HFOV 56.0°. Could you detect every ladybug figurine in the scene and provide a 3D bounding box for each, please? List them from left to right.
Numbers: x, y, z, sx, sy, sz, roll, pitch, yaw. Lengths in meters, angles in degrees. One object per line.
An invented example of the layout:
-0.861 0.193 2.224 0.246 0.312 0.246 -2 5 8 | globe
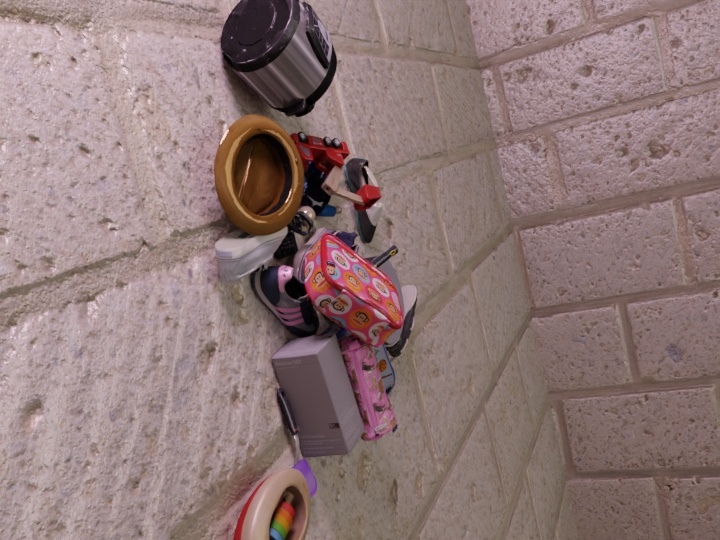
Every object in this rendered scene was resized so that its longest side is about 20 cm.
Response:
-0.143 0.401 1.060 0.139 0.070 0.201 69 27 -20 | ladybug figurine

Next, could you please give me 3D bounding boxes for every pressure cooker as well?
-0.139 -0.396 1.250 0.178 0.177 0.200 -55 144 -3 | pressure cooker

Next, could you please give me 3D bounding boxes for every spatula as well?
-0.117 0.307 1.208 0.056 0.020 0.206 -25 103 -62 | spatula

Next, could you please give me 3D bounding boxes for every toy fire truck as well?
-0.058 -0.199 1.379 0.196 0.049 0.144 1 63 -42 | toy fire truck

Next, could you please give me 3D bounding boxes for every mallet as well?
0.000 0.000 1.353 0.200 0.041 0.067 -45 121 -25 | mallet

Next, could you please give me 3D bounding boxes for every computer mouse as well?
-0.154 -0.138 1.253 0.201 0.033 0.059 54 54 -31 | computer mouse

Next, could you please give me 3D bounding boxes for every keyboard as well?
-0.147 -0.131 1.286 0.104 0.039 0.206 -28 107 -63 | keyboard

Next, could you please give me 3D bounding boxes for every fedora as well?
-0.183 -0.157 1.145 0.198 0.081 0.207 7 80 -45 | fedora

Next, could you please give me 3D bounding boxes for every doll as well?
-0.087 -0.167 1.407 0.136 0.048 0.203 45 41 -27 | doll

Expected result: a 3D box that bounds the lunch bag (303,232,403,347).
-0.014 0.029 1.242 0.198 0.082 0.178 36 25 -26 | lunch bag

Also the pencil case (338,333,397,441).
0.010 0.217 1.280 0.082 0.085 0.205 -26 107 -37 | pencil case

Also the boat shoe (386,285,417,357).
0.102 0.123 1.677 0.061 0.072 0.203 60 35 -35 | boat shoe

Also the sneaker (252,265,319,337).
-0.113 0.060 1.236 0.200 0.080 0.072 48 39 -48 | sneaker

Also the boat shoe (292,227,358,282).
-0.066 -0.023 1.339 0.201 0.090 0.076 -64 152 -51 | boat shoe

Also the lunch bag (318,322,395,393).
-0.015 0.200 1.359 0.159 0.075 0.204 -37 115 -33 | lunch bag

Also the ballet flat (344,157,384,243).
0.015 -0.167 1.605 0.068 0.067 0.205 -36 114 -62 | ballet flat

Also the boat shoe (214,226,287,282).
-0.185 -0.032 1.153 0.201 0.068 0.074 -39 135 -63 | boat shoe

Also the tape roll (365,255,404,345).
0.034 0.071 1.560 0.200 0.065 0.206 36 49 -55 | tape roll

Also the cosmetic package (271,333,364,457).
-0.075 0.226 1.229 0.090 0.104 0.205 -44 119 -58 | cosmetic package

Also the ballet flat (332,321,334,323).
-0.034 0.082 1.419 0.202 0.068 0.072 58 15 -32 | ballet flat
